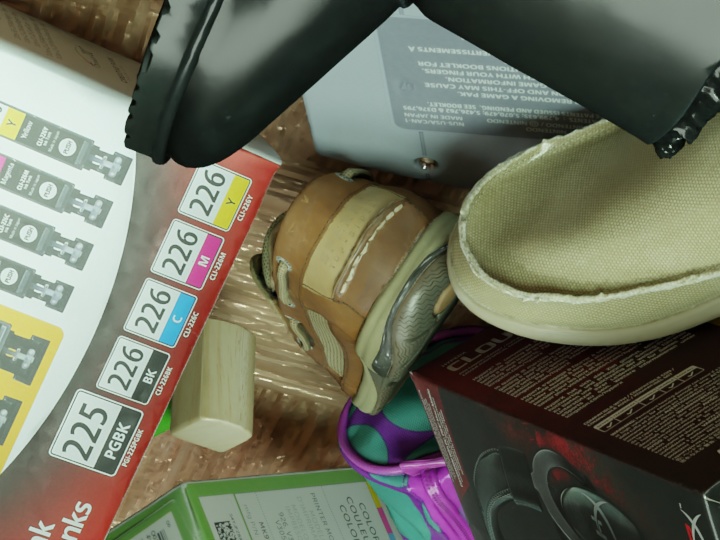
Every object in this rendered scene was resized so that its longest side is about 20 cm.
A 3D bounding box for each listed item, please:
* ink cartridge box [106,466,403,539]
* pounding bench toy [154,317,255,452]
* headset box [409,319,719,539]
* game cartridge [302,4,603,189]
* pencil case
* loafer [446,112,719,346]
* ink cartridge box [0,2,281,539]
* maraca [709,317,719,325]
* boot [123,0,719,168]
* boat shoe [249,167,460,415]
[{"bbox_3d":[-0.039,0.135,1.047,0.104,0.060,0.199,-35,160,31],"label":"ink cartridge box"},{"bbox_3d":[-0.151,0.060,0.997,0.198,0.125,0.156,14,151,-7],"label":"pounding bench toy"},{"bbox_3d":[0.104,0.095,0.776,0.200,0.077,0.150,19,133,61],"label":"headset box"},{"bbox_3d":[0.076,-0.069,0.784,0.198,0.041,0.134,5,147,10],"label":"game cartridge"},{"bbox_3d":[0.063,0.122,1.016,0.085,0.093,0.201,-15,125,19],"label":"pencil case"},{"bbox_3d":[0.117,-0.030,0.736,0.199,0.076,0.068,-11,144,18],"label":"loafer"},{"bbox_3d":[-0.152,0.008,0.828,0.175,0.201,0.084,22,-170,-19],"label":"ink cartridge box"},{"bbox_3d":[0.135,0.052,0.916,0.137,0.108,0.200,31,172,-26],"label":"maraca"},{"bbox_3d":[0.031,-0.081,0.692,0.162,0.074,0.199,24,128,-5],"label":"boot"},{"bbox_3d":[0.000,0.000,0.881,0.074,0.076,0.200,34,169,3],"label":"boat shoe"}]
